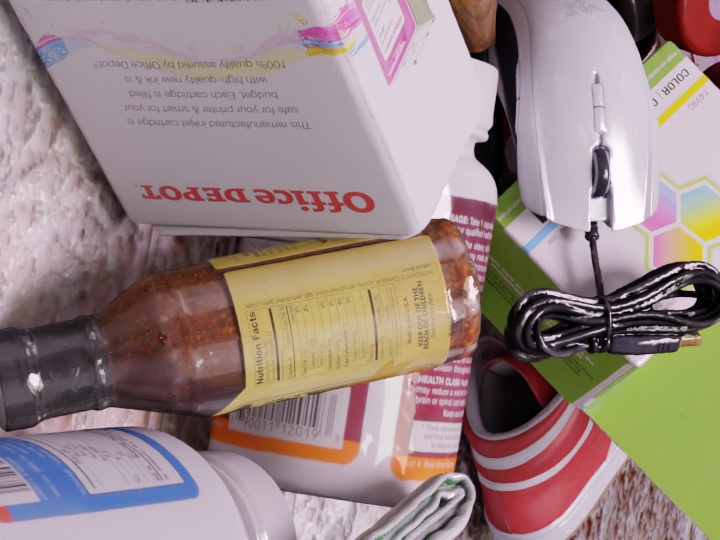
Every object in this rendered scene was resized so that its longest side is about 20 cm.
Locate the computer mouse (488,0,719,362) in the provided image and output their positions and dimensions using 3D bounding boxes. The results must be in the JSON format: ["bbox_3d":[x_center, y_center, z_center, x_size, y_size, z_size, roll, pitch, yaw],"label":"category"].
[{"bbox_3d":[0.104,-0.056,1.054,0.044,0.109,0.200,120,-36,-62],"label":"computer mouse"}]

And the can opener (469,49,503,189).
[{"bbox_3d":[0.042,-0.128,1.121,0.063,0.079,0.200,-5,92,-48],"label":"can opener"}]

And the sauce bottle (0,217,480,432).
[{"bbox_3d":[-0.052,0.025,0.931,0.200,0.066,0.066,-10,110,-14],"label":"sauce bottle"}]

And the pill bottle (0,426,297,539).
[{"bbox_3d":[-0.114,0.119,0.893,0.200,0.112,0.112,1,96,-56],"label":"pill bottle"}]

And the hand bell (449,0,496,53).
[{"bbox_3d":[0.028,-0.188,1.026,0.104,0.104,0.200,-46,127,-41],"label":"hand bell"}]

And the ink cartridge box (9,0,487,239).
[{"bbox_3d":[-0.053,-0.110,0.902,0.085,0.144,0.200,-62,142,-37],"label":"ink cartridge box"}]

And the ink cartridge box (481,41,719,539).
[{"bbox_3d":[0.164,0.013,1.116,0.148,0.200,0.076,-43,177,-27],"label":"ink cartridge box"}]

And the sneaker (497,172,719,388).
[{"bbox_3d":[0.131,0.017,1.195,0.200,0.085,0.077,33,64,-7],"label":"sneaker"}]

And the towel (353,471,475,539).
[{"bbox_3d":[-0.037,0.175,0.985,0.149,0.031,0.200,-33,166,-47],"label":"towel"}]

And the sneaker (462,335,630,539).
[{"bbox_3d":[0.122,0.051,1.270,0.200,0.071,0.113,-55,142,-31],"label":"sneaker"}]

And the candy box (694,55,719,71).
[{"bbox_3d":[0.249,-0.162,1.412,0.200,0.071,0.168,-35,125,-48],"label":"candy box"}]

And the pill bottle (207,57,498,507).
[{"bbox_3d":[0.000,0.000,1.037,0.114,0.114,0.200,10,89,-57],"label":"pill bottle"}]

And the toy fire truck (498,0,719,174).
[{"bbox_3d":[0.126,-0.102,1.223,0.168,0.112,0.200,-34,128,-23],"label":"toy fire truck"}]
